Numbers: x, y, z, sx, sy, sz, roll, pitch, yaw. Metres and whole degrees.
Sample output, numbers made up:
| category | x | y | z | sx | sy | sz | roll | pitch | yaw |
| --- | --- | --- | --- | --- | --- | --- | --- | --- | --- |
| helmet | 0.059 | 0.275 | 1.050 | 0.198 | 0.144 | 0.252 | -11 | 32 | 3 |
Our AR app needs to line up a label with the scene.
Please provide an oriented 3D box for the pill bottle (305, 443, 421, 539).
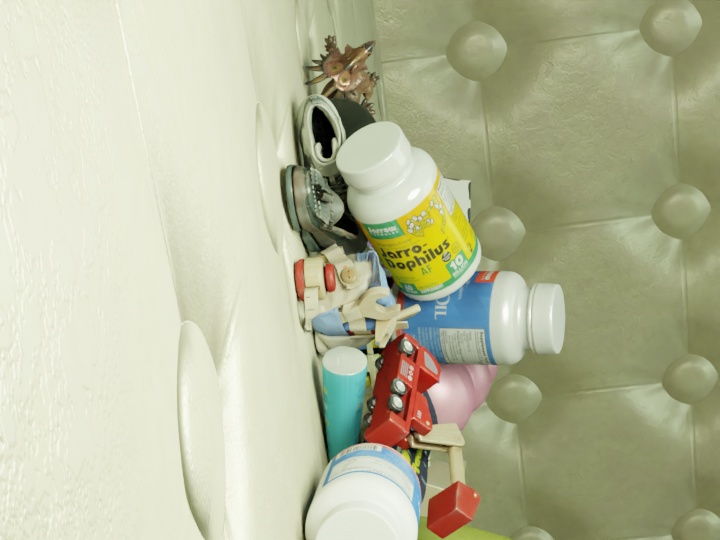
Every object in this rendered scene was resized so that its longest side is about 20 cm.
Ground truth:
| category | x | y | z | sx | sy | sz | roll | pitch | yaw |
| --- | --- | --- | --- | --- | --- | --- | --- | --- | --- |
| pill bottle | 0.003 | 0.248 | 1.418 | 0.200 | 0.111 | 0.114 | -59 | 142 | -81 |

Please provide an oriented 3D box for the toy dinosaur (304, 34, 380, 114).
| category | x | y | z | sx | sy | sz | roll | pitch | yaw |
| --- | --- | --- | --- | --- | --- | --- | --- | --- | --- |
| toy dinosaur | -0.029 | -0.222 | 1.875 | 0.136 | 0.085 | 0.202 | -63 | 165 | -62 |

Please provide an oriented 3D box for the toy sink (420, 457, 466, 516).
| category | x | y | z | sx | sy | sz | roll | pitch | yaw |
| --- | --- | --- | --- | --- | --- | --- | --- | --- | --- |
| toy sink | 0.072 | 0.323 | 1.944 | 0.200 | 0.111 | 0.132 | -42 | 147 | -81 |

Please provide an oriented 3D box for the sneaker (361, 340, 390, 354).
| category | x | y | z | sx | sy | sz | roll | pitch | yaw |
| --- | --- | --- | --- | --- | --- | --- | --- | --- | --- |
| sneaker | 0.007 | 0.159 | 1.893 | 0.078 | 0.069 | 0.202 | 48 | 33 | -57 |

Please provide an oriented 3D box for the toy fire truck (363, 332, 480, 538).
| category | x | y | z | sx | sy | sz | roll | pitch | yaw |
| --- | --- | --- | --- | --- | --- | --- | --- | --- | --- |
| toy fire truck | 0.072 | 0.177 | 1.573 | 0.141 | 0.049 | 0.201 | 38 | 35 | -19 |

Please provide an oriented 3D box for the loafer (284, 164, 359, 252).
| category | x | y | z | sx | sy | sz | roll | pitch | yaw |
| --- | --- | --- | --- | --- | --- | --- | --- | --- | --- |
| loafer | -0.042 | -0.072 | 1.587 | 0.200 | 0.062 | 0.073 | 66 | 20 | -75 |

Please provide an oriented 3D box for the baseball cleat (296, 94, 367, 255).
| category | x | y | z | sx | sy | sz | roll | pitch | yaw |
| --- | --- | --- | --- | --- | --- | --- | --- | --- | --- |
| baseball cleat | -0.036 | -0.103 | 1.677 | 0.107 | 0.069 | 0.202 | -110 | -178 | -77 |

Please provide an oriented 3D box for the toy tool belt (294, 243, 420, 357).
| category | x | y | z | sx | sy | sz | roll | pitch | yaw |
| --- | --- | --- | --- | --- | --- | --- | --- | --- | --- |
| toy tool belt | 0.001 | 0.026 | 1.610 | 0.200 | 0.121 | 0.126 | 68 | 16 | -71 |

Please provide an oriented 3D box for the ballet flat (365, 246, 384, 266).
| category | x | y | z | sx | sy | sz | roll | pitch | yaw |
| --- | --- | --- | --- | --- | --- | --- | --- | --- | --- |
| ballet flat | -0.012 | -0.079 | 1.768 | 0.200 | 0.067 | 0.068 | 45 | -4 | -7 |

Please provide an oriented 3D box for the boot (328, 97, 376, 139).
| category | x | y | z | sx | sy | sz | roll | pitch | yaw |
| --- | --- | --- | --- | --- | --- | --- | --- | --- | --- |
| boot | 0.016 | -0.114 | 1.841 | 0.200 | 0.069 | 0.175 | 41 | -20 | 21 |

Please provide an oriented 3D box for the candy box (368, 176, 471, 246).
| category | x | y | z | sx | sy | sz | roll | pitch | yaw |
| --- | --- | --- | --- | --- | --- | --- | --- | --- | --- |
| candy box | 0.062 | -0.032 | 1.955 | 0.072 | 0.166 | 0.202 | 126 | -31 | -65 |

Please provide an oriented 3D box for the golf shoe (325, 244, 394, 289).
| category | x | y | z | sx | sy | sz | roll | pitch | yaw |
| --- | --- | --- | --- | --- | --- | --- | --- | --- | --- |
| golf shoe | 0.000 | 0.000 | 1.833 | 0.076 | 0.090 | 0.202 | 76 | 8 | -47 |

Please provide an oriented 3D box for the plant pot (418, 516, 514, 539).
| category | x | y | z | sx | sy | sz | roll | pitch | yaw |
| --- | --- | --- | --- | --- | --- | --- | --- | --- | --- |
| plant pot | 0.085 | 0.365 | 1.663 | 0.187 | 0.197 | 0.190 | -5 | 90 | -85 |

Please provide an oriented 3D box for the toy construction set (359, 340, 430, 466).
| category | x | y | z | sx | sy | sz | roll | pitch | yaw |
| --- | --- | --- | --- | --- | --- | --- | --- | --- | --- |
| toy construction set | 0.015 | 0.177 | 1.753 | 0.131 | 0.091 | 0.202 | -104 | 172 | -87 |

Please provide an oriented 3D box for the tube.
| category | x | y | z | sx | sy | sz | roll | pitch | yaw |
| --- | --- | --- | --- | --- | --- | --- | --- | --- | --- |
| tube | -0.019 | 0.181 | 1.633 | 0.078 | 0.050 | 0.202 | -79 | 172 | -56 |

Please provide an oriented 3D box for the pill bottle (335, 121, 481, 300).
| category | x | y | z | sx | sy | sz | roll | pitch | yaw |
| --- | --- | --- | --- | --- | --- | --- | --- | --- | --- |
| pill bottle | 0.052 | -0.070 | 1.646 | 0.113 | 0.112 | 0.201 | -91 | 155 | -49 |

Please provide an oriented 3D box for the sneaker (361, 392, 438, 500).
| category | x | y | z | sx | sy | sz | roll | pitch | yaw |
| --- | --- | --- | --- | --- | --- | --- | --- | --- | --- |
| sneaker | 0.038 | 0.198 | 1.644 | 0.074 | 0.082 | 0.201 | 59 | 28 | -23 |

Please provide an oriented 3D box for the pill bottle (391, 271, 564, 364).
| category | x | y | z | sx | sy | sz | roll | pitch | yaw |
| --- | --- | --- | --- | --- | --- | --- | --- | --- | --- |
| pill bottle | 0.143 | 0.057 | 1.738 | 0.112 | 0.198 | 0.114 | 0 | 90 | -71 |

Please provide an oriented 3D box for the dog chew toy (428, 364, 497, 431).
| category | x | y | z | sx | sy | sz | roll | pitch | yaw |
| --- | --- | --- | --- | --- | --- | --- | --- | --- | --- |
| dog chew toy | 0.113 | 0.144 | 1.873 | 0.199 | 0.123 | 0.126 | -30 | 118 | -50 |
